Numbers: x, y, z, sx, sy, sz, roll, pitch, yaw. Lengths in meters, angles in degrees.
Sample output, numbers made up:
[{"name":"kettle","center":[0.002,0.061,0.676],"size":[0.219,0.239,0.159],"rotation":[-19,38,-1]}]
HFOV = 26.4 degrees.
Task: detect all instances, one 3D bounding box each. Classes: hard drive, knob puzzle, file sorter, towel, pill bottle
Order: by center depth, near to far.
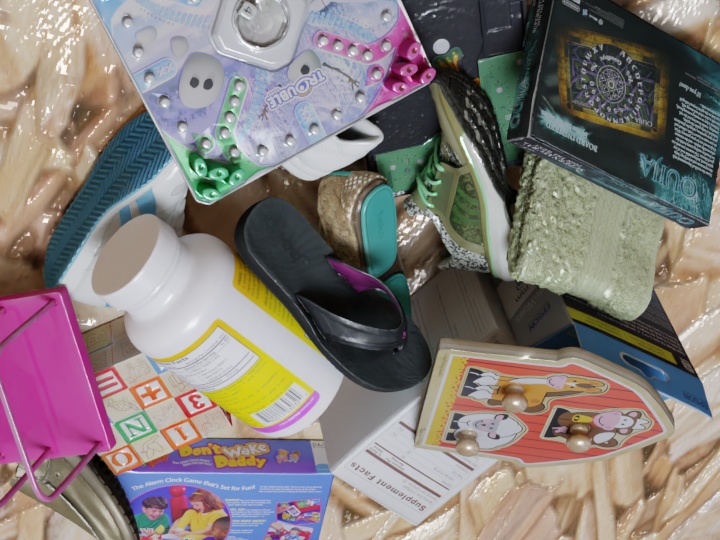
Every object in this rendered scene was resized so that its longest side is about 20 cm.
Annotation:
[{"name":"pill bottle","center":[-0.109,0.040,1.181],"size":[0.104,0.104,0.200],"rotation":[-38,126,17]},{"name":"hard drive","center":[0.062,-0.155,1.187],"size":[0.139,0.038,0.200],"rotation":[-13,128,-2]},{"name":"file sorter","center":[-0.321,0.111,1.191],"size":[0.200,0.125,0.139],"rotation":[-9,108,19]},{"name":"towel","center":[0.189,-0.072,1.207],"size":[0.148,0.036,0.200],"rotation":[19,80,-31]},{"name":"knob puzzle","center":[0.149,0.120,1.209],"size":[0.219,0.031,0.220],"rotation":[4,148,3]}]

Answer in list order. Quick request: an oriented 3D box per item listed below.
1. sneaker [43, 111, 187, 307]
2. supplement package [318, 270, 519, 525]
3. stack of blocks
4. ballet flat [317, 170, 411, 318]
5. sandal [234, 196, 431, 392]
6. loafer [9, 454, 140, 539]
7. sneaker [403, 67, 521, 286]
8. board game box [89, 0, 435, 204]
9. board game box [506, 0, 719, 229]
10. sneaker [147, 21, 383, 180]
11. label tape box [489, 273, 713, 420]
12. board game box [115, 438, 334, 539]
[{"name":"sneaker","center":[-0.170,-0.049,1.201],"size":[0.081,0.077,0.200],"rotation":[20,128,-33]},{"name":"supplement package","center":[0.071,0.103,1.339],"size":[0.200,0.117,0.117],"rotation":[-41,125,20]},{"name":"stack of blocks","center":[-0.148,0.084,1.312],"size":[0.200,0.059,0.115],"rotation":[-24,129,6]},{"name":"ballet flat","center":[0.000,0.000,1.252],"size":[0.070,0.065,0.200],"rotation":[-33,134,-37]},{"name":"sandal","center":[-0.014,0.024,1.170],"size":[0.200,0.075,0.048],"rotation":[43,148,-23]},{"name":"loafer","center":[-0.262,0.171,1.312],"size":[0.067,0.076,0.200],"rotation":[-36,97,-3]},{"name":"sneaker","center":[0.071,-0.065,1.198],"size":[0.088,0.077,0.200],"rotation":[-9,126,17]},{"name":"board game box","center":[-0.069,-0.176,1.077],"size":[0.200,0.026,0.200],"rotation":[-30,109,-9]},{"name":"board game box","center":[0.203,-0.127,1.179],"size":[0.200,0.136,0.028],"rotation":[22,163,-32]},{"name":"sneaker","center":[-0.065,-0.138,1.133],"size":[0.088,0.075,0.200],"rotation":[-13,149,42]},{"name":"label tape box","center":[0.194,0.050,1.271],"size":[0.143,0.200,0.066],"rotation":[23,121,-27]},{"name":"board game box","center":[-0.134,0.221,1.430],"size":[0.200,0.045,0.135],"rotation":[3,127,-15]}]
